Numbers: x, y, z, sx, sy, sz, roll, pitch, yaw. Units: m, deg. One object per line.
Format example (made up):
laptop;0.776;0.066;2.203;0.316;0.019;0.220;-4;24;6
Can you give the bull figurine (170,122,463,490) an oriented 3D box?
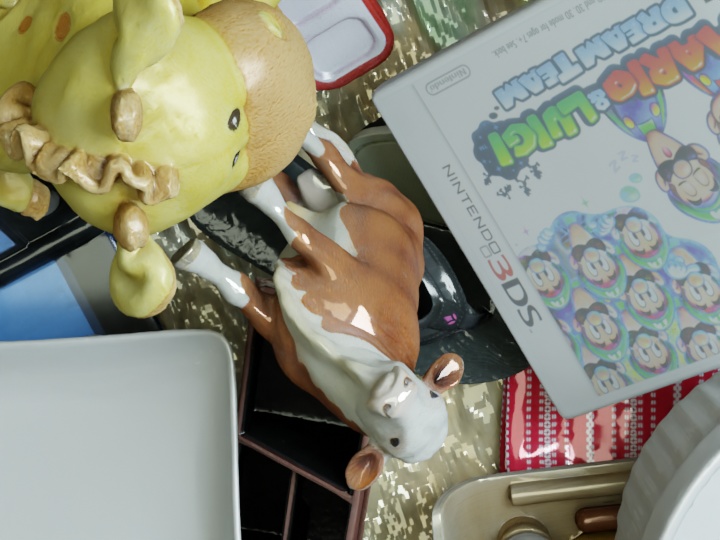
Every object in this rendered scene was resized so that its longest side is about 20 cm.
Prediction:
bull figurine;-0.013;0.004;0.766;0.065;0.200;0.121;-39;107;16

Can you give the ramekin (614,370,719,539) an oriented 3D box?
ramekin;0.205;0.128;0.799;0.198;0.105;0.203;-1;102;-6

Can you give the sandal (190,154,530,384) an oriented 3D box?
sandal;-0.001;0.001;0.891;0.199;0.048;0.076;26;109;5

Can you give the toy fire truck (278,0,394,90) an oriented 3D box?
toy fire truck;-0.094;-0.134;0.827;0.167;0.113;0.200;-29;132;9

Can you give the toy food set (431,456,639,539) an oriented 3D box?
toy food set;0.138;0.167;0.876;0.197;0.060;0.145;-7;103;3

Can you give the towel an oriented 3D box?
towel;0.170;0.051;0.905;0.197;0.022;0.147;3;91;3

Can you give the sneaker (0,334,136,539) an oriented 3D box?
sneaker;-0.123;0.131;0.893;0.076;0.080;0.203;1;94;21

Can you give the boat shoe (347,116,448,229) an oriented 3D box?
boat shoe;0.091;-0.062;0.881;0.197;0.075;0.067;2;50;27

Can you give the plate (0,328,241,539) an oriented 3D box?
plate;-0.137;0.130;0.839;0.197;0.032;0.203;-3;92;21

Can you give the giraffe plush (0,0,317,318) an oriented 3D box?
giraffe plush;-0.085;-0.080;0.696;0.199;0.162;0.173;-36;127;-10

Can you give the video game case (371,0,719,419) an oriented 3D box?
video game case;0.122;-0.039;0.798;0.199;0.024;0.183;-24;101;40

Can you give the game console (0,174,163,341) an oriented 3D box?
game console;-0.207;0.040;0.880;0.199;0.171;0.119;-28;64;3

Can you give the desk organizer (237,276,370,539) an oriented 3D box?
desk organizer;-0.033;0.115;0.862;0.071;0.077;0.202;10;109;2
